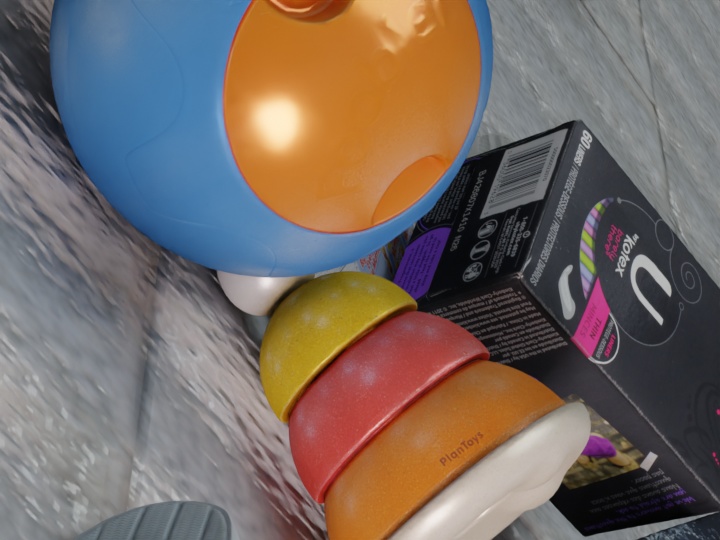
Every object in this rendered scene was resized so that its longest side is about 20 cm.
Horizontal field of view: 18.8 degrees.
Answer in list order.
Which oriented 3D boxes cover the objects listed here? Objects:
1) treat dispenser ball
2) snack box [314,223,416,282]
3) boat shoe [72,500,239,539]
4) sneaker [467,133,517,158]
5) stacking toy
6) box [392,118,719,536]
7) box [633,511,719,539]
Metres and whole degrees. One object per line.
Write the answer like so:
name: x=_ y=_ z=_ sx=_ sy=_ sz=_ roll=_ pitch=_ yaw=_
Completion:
treat dispenser ball: x=-0.040 y=-0.098 z=0.978 sx=0.201 sy=0.200 sz=0.202 roll=49 pitch=25 yaw=-33
snack box: x=0.000 y=0.000 z=1.188 sx=0.200 sy=0.024 sz=0.072 roll=-53 pitch=124 yaw=-67
boat shoe: x=-0.089 y=0.152 z=0.783 sx=0.200 sy=0.073 sz=0.067 roll=-58 pitch=146 yaw=-66
sneaker: x=0.080 y=0.011 z=1.330 sx=0.082 sy=0.076 sz=0.202 roll=53 pitch=32 yaw=-50
stacking toy: x=0.002 y=0.049 z=1.047 sx=0.200 sy=0.146 sz=0.146 roll=52 pitch=19 yaw=13
box: x=0.122 y=0.036 z=1.200 sx=0.200 sy=0.106 sz=0.123 roll=46 pitch=47 yaw=-28
box: x=0.187 y=0.245 z=1.144 sx=0.197 sy=0.117 sz=0.199 roll=52 pitch=23 yaw=18
